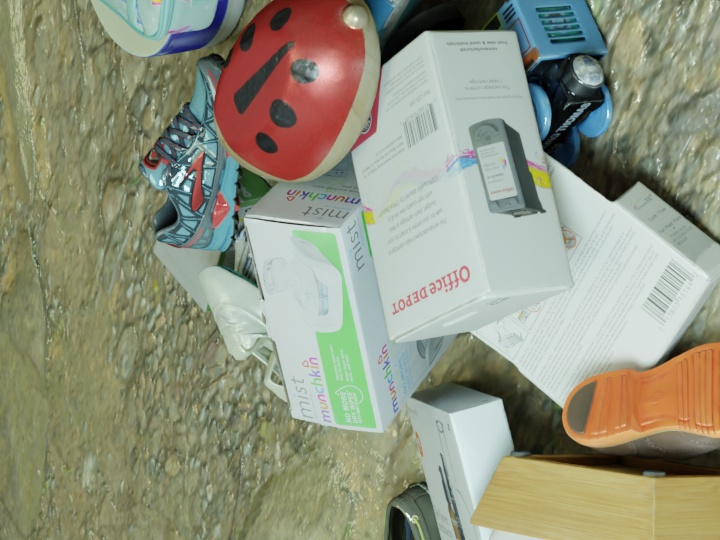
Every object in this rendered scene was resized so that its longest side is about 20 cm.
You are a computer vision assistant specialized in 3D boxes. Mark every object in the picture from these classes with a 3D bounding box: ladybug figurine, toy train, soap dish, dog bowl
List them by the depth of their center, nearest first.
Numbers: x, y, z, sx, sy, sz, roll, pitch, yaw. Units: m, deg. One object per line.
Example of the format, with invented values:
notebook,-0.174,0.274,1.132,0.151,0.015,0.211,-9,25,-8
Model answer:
soap dish,0.206,0.183,1.344,0.200,0.157,0.081,1,88,54
ladybug figurine,-0.055,-0.143,1.358,0.200,0.072,0.136,-48,61,48
toy train,0.121,-0.128,1.390,0.200,0.087,0.114,-47,57,53
dog bowl,-0.198,-0.314,1.758,0.200,0.079,0.200,26,125,46

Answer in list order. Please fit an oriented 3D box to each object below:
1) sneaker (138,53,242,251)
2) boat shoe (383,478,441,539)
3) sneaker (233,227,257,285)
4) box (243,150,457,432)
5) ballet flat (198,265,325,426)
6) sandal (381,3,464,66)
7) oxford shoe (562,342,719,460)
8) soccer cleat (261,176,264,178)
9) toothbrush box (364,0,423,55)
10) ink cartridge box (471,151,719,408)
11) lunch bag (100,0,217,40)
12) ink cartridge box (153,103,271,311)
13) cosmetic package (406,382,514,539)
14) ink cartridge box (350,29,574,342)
sneaker,-0.158,-0.105,1.656,0.079,0.095,0.200,-117,28,-60
boat shoe,0.051,0.291,1.677,0.072,0.060,0.202,29,126,46
sneaker,-0.090,-0.023,1.735,0.085,0.077,0.200,57,142,29
box,0.000,0.000,1.474,0.097,0.176,0.200,7,125,28
ballet flat,-0.084,0.075,1.699,0.200,0.069,0.069,40,143,-5
sandal,0.048,-0.153,1.494,0.043,0.076,0.200,51,151,18
oxford shoe,0.252,0.102,1.313,0.200,0.073,0.071,-9,59,37
soccer cleat,-0.062,-0.174,1.619,0.070,0.086,0.200,31,127,44
toothbrush box,-0.011,-0.211,1.462,0.085,0.146,0.200,37,137,1
ink cartridge box,0.168,0.010,1.370,0.176,0.045,0.200,40,136,15
lunch bag,-0.170,-0.301,1.465,0.160,0.077,0.200,45,137,35
ink cartridge box,-0.145,-0.067,1.803,0.104,0.059,0.200,47,138,32
cosmetic package,0.094,0.179,1.512,0.200,0.052,0.151,180,78,-81
ink cartridge box,0.068,-0.061,1.322,0.148,0.085,0.200,-29,71,58
